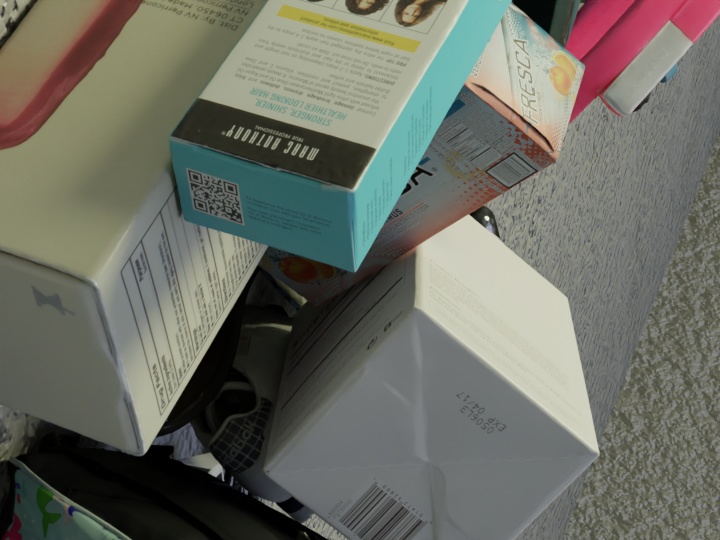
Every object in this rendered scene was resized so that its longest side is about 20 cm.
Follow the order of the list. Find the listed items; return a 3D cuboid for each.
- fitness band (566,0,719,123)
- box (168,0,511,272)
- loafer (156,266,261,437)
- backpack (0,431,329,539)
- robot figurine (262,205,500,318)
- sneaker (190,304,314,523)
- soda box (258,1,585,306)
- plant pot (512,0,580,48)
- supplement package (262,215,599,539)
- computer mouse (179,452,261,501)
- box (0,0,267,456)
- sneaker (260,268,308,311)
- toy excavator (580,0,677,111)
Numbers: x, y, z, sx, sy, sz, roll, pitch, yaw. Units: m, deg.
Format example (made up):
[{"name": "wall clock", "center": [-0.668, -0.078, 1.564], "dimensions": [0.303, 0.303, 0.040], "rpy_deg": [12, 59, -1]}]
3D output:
[{"name": "fitness band", "center": [0.145, -0.134, 0.916], "dimensions": [0.200, 0.037, 0.144], "rpy_deg": [-47, -169, -2]}, {"name": "box", "center": [0.001, -0.094, 0.724], "dimensions": [0.049, 0.082, 0.200], "rpy_deg": [86, 27, -49]}, {"name": "loafer", "center": [-0.097, -0.002, 0.917], "dimensions": [0.072, 0.073, 0.201], "rpy_deg": [72, 32, -50]}, {"name": "backpack", "center": [-0.083, 0.177, 0.847], "dimensions": [0.177, 0.199, 0.151], "rpy_deg": [19, 85, -52]}, {"name": "robot figurine", "center": [0.017, 0.019, 1.149], "dimensions": [0.125, 0.149, 0.201], "rpy_deg": [-65, 142, -54]}, {"name": "sneaker", "center": [-0.066, 0.064, 0.980], "dimensions": [0.077, 0.080, 0.200], "rpy_deg": [-58, -155, 10]}, {"name": "soda box", "center": [0.019, -0.056, 0.847], "dimensions": [0.200, 0.063, 0.069], "rpy_deg": [-31, -150, 46]}, {"name": "plant pot", "center": [0.055, -0.242, 0.952], "dimensions": [0.200, 0.195, 0.197], "rpy_deg": [-47, 150, -65]}, {"name": "supplement package", "center": [0.037, 0.057, 0.899], "dimensions": [0.120, 0.121, 0.200], "rpy_deg": [-48, -168, 18]}, {"name": "computer mouse", "center": [-0.112, 0.147, 1.048], "dimensions": [0.200, 0.044, 0.110], "rpy_deg": [-31, 129, -68]}, {"name": "box", "center": [-0.106, -0.042, 0.759], "dimensions": [0.128, 0.108, 0.201], "rpy_deg": [85, 28, -51]}, {"name": "sneaker", "center": [0.000, 0.000, 1.038], "dimensions": [0.085, 0.200, 0.077], "rpy_deg": [-48, -159, 1]}, {"name": "toy excavator", "center": [0.285, -0.296, 1.753], "dimensions": [0.200, 0.195, 0.100], "rpy_deg": [-43, 160, -1]}]
